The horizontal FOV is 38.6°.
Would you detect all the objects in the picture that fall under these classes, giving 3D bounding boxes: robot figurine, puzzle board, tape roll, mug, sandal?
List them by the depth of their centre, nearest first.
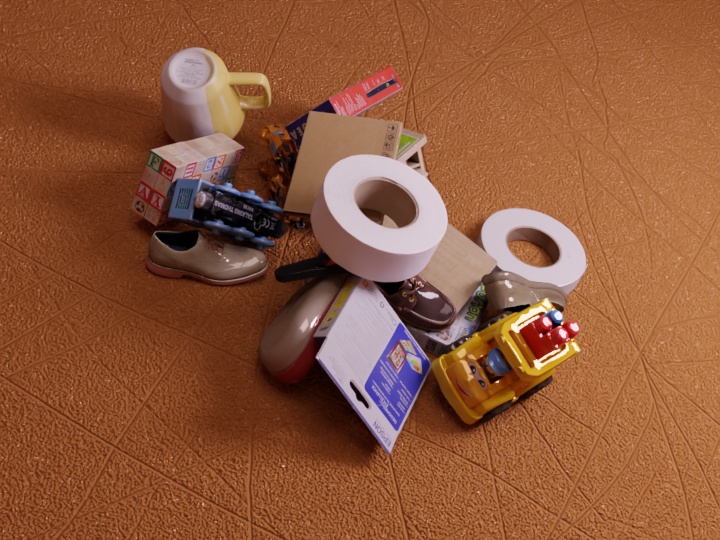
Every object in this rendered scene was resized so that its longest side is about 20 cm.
[{"bbox_3d":[0.029,-0.081,1.562,0.202,0.071,0.203,12,47,-13],"label":"tape roll"},{"bbox_3d":[-0.035,-0.022,1.578,0.199,0.045,0.075,-10,15,-10],"label":"sandal"},{"bbox_3d":[0.108,-0.020,1.715,0.200,0.017,0.151,38,70,10],"label":"puzzle board"},{"bbox_3d":[-0.133,-0.162,1.796,0.058,0.145,0.200,-7,40,-15],"label":"robot figurine"},{"bbox_3d":[-0.271,-0.322,1.811,0.186,0.153,0.150,-34,72,-12],"label":"mug"},{"bbox_3d":[0.311,-0.032,1.869,0.202,0.037,0.203,9,45,-9],"label":"tape roll"}]

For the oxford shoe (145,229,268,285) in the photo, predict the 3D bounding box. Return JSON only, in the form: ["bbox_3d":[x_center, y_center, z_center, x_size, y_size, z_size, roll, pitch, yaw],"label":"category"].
[{"bbox_3d":[-0.245,-0.026,1.668,0.199,0.074,0.071,2,47,-15],"label":"oxford shoe"}]

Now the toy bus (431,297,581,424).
[{"bbox_3d":[0.238,0.128,1.565,0.200,0.192,0.136,-25,80,-32],"label":"toy bus"}]

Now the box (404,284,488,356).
[{"bbox_3d":[0.153,0.062,1.732,0.110,0.035,0.200,25,45,7],"label":"box"}]

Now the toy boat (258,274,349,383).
[{"bbox_3d":[-0.063,0.103,1.585,0.131,0.130,0.200,47,45,-11],"label":"toy boat"}]

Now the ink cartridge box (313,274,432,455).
[{"bbox_3d":[0.012,0.138,1.532,0.198,0.047,0.200,55,42,-21],"label":"ink cartridge box"}]

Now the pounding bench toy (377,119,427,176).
[{"bbox_3d":[0.019,-0.134,1.792,0.124,0.156,0.200,23,53,37],"label":"pounding bench toy"}]

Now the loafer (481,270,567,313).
[{"bbox_3d":[0.275,0.052,1.730,0.200,0.076,0.068,15,71,-39],"label":"loafer"}]

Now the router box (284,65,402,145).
[{"bbox_3d":[-0.045,-0.293,1.906,0.179,0.200,0.049,-36,99,-40],"label":"router box"}]

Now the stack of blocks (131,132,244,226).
[{"bbox_3d":[-0.291,-0.159,1.752,0.058,0.115,0.200,34,28,16],"label":"stack of blocks"}]

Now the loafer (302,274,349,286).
[{"bbox_3d":[0.000,0.000,1.725,0.199,0.063,0.072,-12,52,-26],"label":"loafer"}]

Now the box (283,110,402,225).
[{"bbox_3d":[-0.027,-0.168,1.691,0.163,0.021,0.201,8,64,9],"label":"box"}]

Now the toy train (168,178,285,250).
[{"bbox_3d":[-0.214,-0.093,1.688,0.114,0.087,0.200,10,-6,39],"label":"toy train"}]

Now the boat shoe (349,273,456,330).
[{"bbox_3d":[0.065,0.030,1.646,0.200,0.070,0.071,28,73,6],"label":"boat shoe"}]
